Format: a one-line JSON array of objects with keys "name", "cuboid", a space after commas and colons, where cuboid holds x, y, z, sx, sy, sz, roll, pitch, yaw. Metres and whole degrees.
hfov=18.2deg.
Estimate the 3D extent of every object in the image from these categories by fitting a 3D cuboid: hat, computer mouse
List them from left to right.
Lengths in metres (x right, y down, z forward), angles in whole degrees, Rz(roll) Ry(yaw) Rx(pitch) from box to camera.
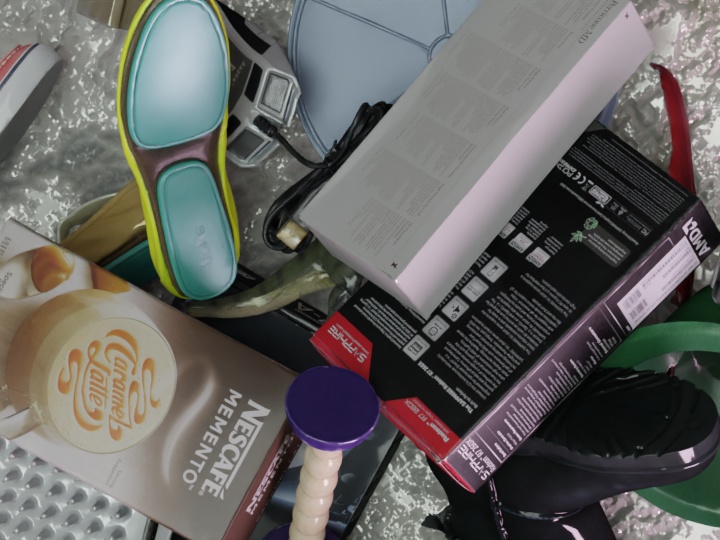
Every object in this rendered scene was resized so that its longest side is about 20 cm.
[{"name": "computer mouse", "cuboid": [-0.061, -0.102, 1.318, 0.200, 0.044, 0.110, 48, 116, 33]}, {"name": "hat", "cuboid": [0.226, 0.023, 1.305, 0.166, 0.176, 0.200, 11, 138, 14]}]

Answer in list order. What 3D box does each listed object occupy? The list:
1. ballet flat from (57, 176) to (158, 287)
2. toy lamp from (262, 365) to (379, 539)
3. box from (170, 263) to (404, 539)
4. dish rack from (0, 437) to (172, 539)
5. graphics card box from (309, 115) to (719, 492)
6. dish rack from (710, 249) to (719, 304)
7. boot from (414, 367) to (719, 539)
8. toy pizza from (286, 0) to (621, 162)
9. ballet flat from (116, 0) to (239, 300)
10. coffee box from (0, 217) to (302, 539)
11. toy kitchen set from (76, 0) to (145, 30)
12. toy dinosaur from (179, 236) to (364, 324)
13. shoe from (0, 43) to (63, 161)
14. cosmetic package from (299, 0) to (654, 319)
[{"name": "ballet flat", "cuboid": [-0.183, 0.006, 1.385, 0.200, 0.069, 0.063, -32, 61, 12]}, {"name": "toy lamp", "cuboid": [-0.027, 0.135, 1.261, 0.058, 0.058, 0.200, 23, 142, 10]}, {"name": "box", "cuboid": [-0.072, 0.114, 1.371, 0.160, 0.044, 0.200, 31, 103, 9]}, {"name": "dish rack", "cuboid": [-0.210, 0.159, 1.365, 0.200, 0.044, 0.172, 17, 100, 11]}, {"name": "graphics card box", "cuboid": [0.085, 0.010, 1.232, 0.200, 0.051, 0.125, -46, 50, -4]}, {"name": "dish rack", "cuboid": [0.275, -0.042, 1.215, 0.153, 0.055, 0.200, 15, 57, 10]}, {"name": "boot", "cuboid": [0.126, 0.139, 1.269, 0.198, 0.073, 0.163, -1, 125, 31]}, {"name": "toy pizza", "cuboid": [0.056, -0.126, 1.320, 0.200, 0.032, 0.200, 2, 98, 13]}, {"name": "ballet flat", "cuboid": [-0.107, -0.077, 1.271, 0.067, 0.067, 0.200, -15, 123, -17]}, {"name": "coffee box", "cuboid": [-0.135, 0.068, 1.285, 0.200, 0.080, 0.114, 27, 83, 10]}, {"name": "toy kitchen set", "cuboid": [-0.051, -0.202, 1.292, 0.180, 0.200, 0.163, 12, 98, -25]}, {"name": "toy dinosaur", "cuboid": [0.000, 0.000, 1.308, 0.200, 0.047, 0.088, -35, 80, 9]}, {"name": "shoe", "cuboid": [-0.273, -0.081, 1.381, 0.091, 0.071, 0.200, 41, 108, 0]}, {"name": "cosmetic package", "cuboid": [0.065, -0.076, 1.232, 0.200, 0.051, 0.083, -49, 50, -8]}]
